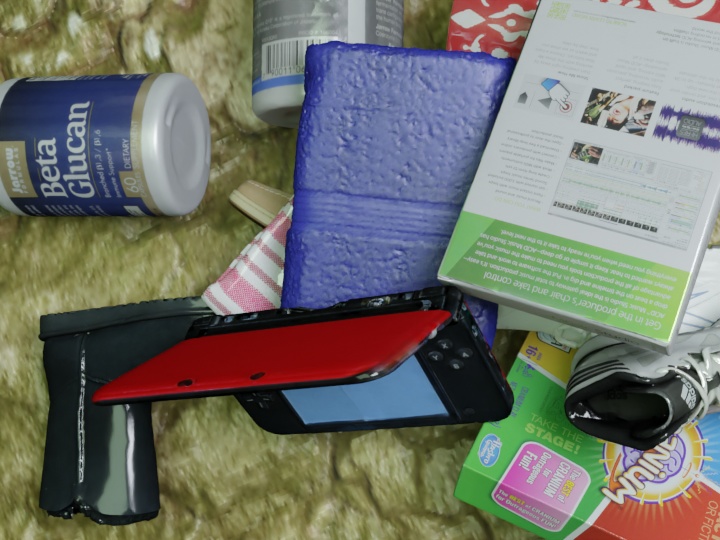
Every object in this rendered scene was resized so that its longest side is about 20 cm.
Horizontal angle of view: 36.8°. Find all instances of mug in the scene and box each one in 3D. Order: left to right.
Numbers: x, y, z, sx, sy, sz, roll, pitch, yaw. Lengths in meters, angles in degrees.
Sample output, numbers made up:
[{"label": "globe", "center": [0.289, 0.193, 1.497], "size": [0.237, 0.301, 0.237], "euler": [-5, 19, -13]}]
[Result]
[{"label": "mug", "center": [0.162, -0.144, 0.743], "size": [0.200, 0.178, 0.133], "euler": [12, 132, 18]}]

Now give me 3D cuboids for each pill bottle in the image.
[{"label": "pill bottle", "center": [-0.229, -0.097, 0.855], "size": [0.200, 0.111, 0.111], "euler": [0, 87, 13]}, {"label": "pill bottle", "center": [-0.024, -0.212, 0.812], "size": [0.114, 0.114, 0.200], "euler": [0, 87, 13]}]

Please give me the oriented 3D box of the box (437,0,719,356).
[{"label": "box", "center": [0.147, -0.063, 0.654], "size": [0.144, 0.036, 0.200], "euler": [18, 78, 23]}]

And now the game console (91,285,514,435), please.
[{"label": "game console", "center": [-0.028, 0.082, 0.674], "size": [0.200, 0.172, 0.119], "euler": [-8, 43, 28]}]

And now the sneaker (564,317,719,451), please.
[{"label": "sneaker", "center": [0.219, 0.070, 0.651], "size": [0.200, 0.115, 0.076], "euler": [-14, 100, 22]}]

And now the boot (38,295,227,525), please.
[{"label": "boot", "center": [-0.163, 0.110, 0.844], "size": [0.200, 0.076, 0.168], "euler": [-8, 82, 19]}]

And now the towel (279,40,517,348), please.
[{"label": "towel", "center": [0.026, -0.049, 0.731], "size": [0.148, 0.050, 0.200], "euler": [6, 97, 4]}]

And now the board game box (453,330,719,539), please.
[{"label": "board game box", "center": [0.184, 0.128, 0.735], "size": [0.200, 0.040, 0.153], "euler": [23, 49, 13]}]

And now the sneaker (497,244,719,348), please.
[{"label": "sneaker", "center": [0.181, 0.030, 0.749], "size": [0.200, 0.075, 0.087], "euler": [-2, 73, 3]}]

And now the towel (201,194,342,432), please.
[{"label": "towel", "center": [0.000, 0.000, 0.772], "size": [0.146, 0.030, 0.200], "euler": [44, 98, 0]}]

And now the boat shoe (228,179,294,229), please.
[{"label": "boat shoe", "center": [-0.001, -0.033, 0.823], "size": [0.200, 0.071, 0.065], "euler": [22, 88, 3]}]
